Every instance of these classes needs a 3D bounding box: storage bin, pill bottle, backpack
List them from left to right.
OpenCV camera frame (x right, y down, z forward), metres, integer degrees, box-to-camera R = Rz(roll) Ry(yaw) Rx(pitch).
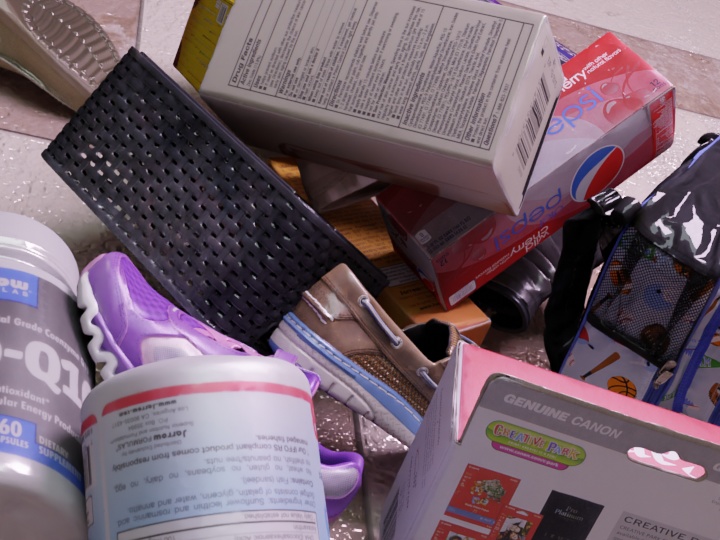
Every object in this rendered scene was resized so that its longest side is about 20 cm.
[{"bbox_3d":[-0.191,0.067,0.629,0.112,0.115,0.201,8,37,-19],"label":"pill bottle"},{"bbox_3d":[-0.063,0.147,0.542,0.107,0.109,0.203,2,68,-27],"label":"pill bottle"},{"bbox_3d":[-0.091,-0.034,0.785,0.200,0.094,0.135,43,1,28],"label":"storage bin"},{"bbox_3d":[0.223,0.025,0.849,0.154,0.192,0.199,43,43,21],"label":"backpack"}]

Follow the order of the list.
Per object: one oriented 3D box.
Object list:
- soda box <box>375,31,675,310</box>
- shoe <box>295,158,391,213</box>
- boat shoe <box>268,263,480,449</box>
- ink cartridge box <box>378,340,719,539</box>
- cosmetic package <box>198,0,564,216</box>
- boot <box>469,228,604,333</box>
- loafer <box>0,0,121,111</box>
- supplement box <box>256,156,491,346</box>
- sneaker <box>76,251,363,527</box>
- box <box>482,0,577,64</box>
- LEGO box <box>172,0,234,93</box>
[{"bbox_3d":[0.111,-0.066,0.814,0.199,0.064,0.070,-35,54,-8],"label":"soda box"},{"bbox_3d":[0.051,-0.081,0.866,0.197,0.070,0.054,-11,72,-13],"label":"shoe"},{"bbox_3d":[0.041,0.068,0.732,0.199,0.073,0.072,35,3,-32],"label":"boat shoe"},{"bbox_3d":[0.127,0.122,0.645,0.197,0.177,0.084,18,34,-6],"label":"ink cartridge box"},{"bbox_3d":[0.015,-0.115,0.766,0.197,0.105,0.087,18,-11,21],"label":"cosmetic package"},{"bbox_3d":[0.098,-0.029,0.952,0.131,0.071,0.199,-33,28,-19],"label":"boot"},{"bbox_3d":[-0.272,-0.189,0.979,0.199,0.068,0.076,41,37,-1],"label":"loafer"},{"bbox_3d":[0.000,0.000,0.869,0.068,0.067,0.200,-13,48,-40],"label":"supplement box"},{"bbox_3d":[-0.069,0.065,0.659,0.201,0.088,0.080,52,8,1],"label":"sneaker"},{"bbox_3d":[0.100,-0.181,1.038,0.200,0.080,0.140,41,25,29],"label":"box"},{"bbox_3d":[-0.051,-0.151,0.961,0.147,0.078,0.200,18,13,-23],"label":"LEGO box"}]
